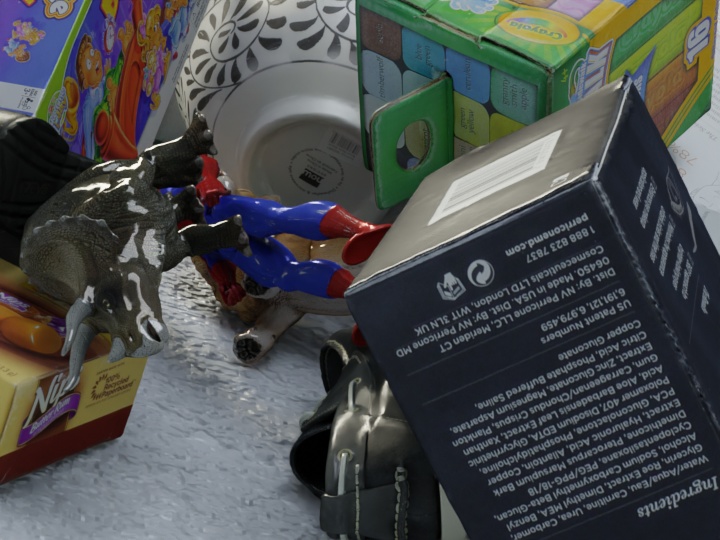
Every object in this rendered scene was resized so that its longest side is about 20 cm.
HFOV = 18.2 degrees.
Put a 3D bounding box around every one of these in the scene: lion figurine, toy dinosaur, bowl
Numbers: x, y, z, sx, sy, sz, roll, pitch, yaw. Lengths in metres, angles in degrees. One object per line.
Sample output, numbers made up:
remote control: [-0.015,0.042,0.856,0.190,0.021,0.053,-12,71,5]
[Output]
lion figurine: [0.000,0.000,1.170,0.199,0.073,0.123,7,22,9]
toy dinosaur: [-0.110,-0.018,0.974,0.102,0.077,0.200,-21,15,-15]
bowl: [-0.017,-0.076,1.262,0.200,0.201,0.094,18,38,-4]

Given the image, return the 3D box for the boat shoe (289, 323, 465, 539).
boat shoe: [-0.002,0.070,1.022,0.067,0.072,0.200,-11,18,-6]

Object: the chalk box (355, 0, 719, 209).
chalk box: [0.079,-0.101,1.145,0.123,0.125,0.200,28,52,28]

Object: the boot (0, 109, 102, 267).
boot: [-0.188,-0.045,1.064,0.130,0.068,0.200,19,-14,19]

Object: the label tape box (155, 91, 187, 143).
label tape box: [-0.144,-0.130,1.425,0.199,0.064,0.144,22,9,9]

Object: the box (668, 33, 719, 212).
box: [0.156,-0.037,1.256,0.124,0.098,0.200,37,53,11]

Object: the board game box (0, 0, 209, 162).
board game box: [-0.135,-0.126,1.166,0.045,0.201,0.135,11,-27,16]

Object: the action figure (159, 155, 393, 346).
action figure: [-0.058,-0.019,1.082,0.052,0.066,0.200,-28,31,-29]

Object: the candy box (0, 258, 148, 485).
candy box: [-0.205,0.020,0.979,0.199,0.057,0.117,27,18,19]

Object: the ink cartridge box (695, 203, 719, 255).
ink cartridge box: [0.185,0.059,1.107,0.199,0.146,0.083,22,18,9]

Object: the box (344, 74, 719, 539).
box: [0.101,0.046,0.954,0.201,0.117,0.197,62,17,-9]
